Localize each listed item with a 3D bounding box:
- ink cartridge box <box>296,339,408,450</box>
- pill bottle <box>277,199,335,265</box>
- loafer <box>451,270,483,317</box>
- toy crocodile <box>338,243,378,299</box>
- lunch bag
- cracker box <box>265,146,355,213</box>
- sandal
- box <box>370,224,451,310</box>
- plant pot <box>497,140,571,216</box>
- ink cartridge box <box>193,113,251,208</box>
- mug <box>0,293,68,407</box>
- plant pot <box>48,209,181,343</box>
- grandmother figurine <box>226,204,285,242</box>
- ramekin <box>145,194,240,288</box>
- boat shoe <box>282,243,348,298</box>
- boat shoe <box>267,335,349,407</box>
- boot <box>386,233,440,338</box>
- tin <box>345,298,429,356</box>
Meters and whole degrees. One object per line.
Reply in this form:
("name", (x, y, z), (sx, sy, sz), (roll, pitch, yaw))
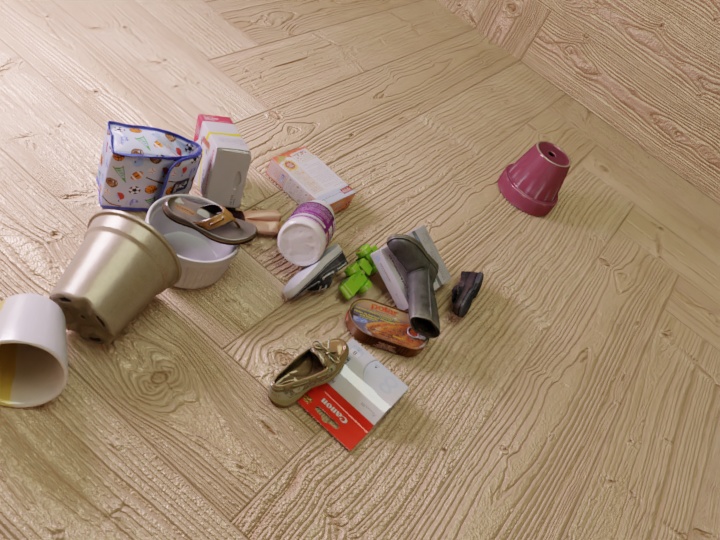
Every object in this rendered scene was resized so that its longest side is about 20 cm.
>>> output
("ink cartridge box", (-0.017, 0.245, 1.454), (0.160, 0.047, 0.200), (41, 39, 12))
("pill bottle", (-0.118, -0.096, 1.682), (0.112, 0.113, 0.200), (28, 25, -3))
("loafer", (0.258, 0.057, 1.819), (0.063, 0.072, 0.200), (19, 30, 17))
("toy crocodile", (0.000, 0.000, 1.713), (0.068, 0.062, 0.200), (50, 42, -16))
("lunch bag", (-0.456, -0.215, 1.565), (0.199, 0.170, 0.124), (2, 50, -31))
("cracker box", (-0.129, -0.227, 1.871), (0.200, 0.058, 0.134), (43, 42, 16))
("sandal", (-0.305, -0.112, 1.476), (0.199, 0.055, 0.082), (25, 40, -7))
("box", (0.127, -0.009, 1.769), (0.200, 0.041, 0.157), (-29, 92, -46))
("plant pot", (0.566, -0.303, 2.289), (0.199, 0.179, 0.201), (17, 42, -16))
("ink cartridge box", (-0.329, -0.256, 1.669), (0.083, 0.146, 0.200), (2, 31, -28))
("mug", (-0.569, 0.113, 1.179), (0.186, 0.150, 0.154), (17, 33, -26))
("plant pot", (-0.462, 0.024, 1.316), (0.200, 0.201, 0.184), (29, 51, -2))
("grandmother figurine", (-0.276, -0.118, 1.666), (0.199, 0.061, 0.121), (0, 39, -35))
("ramekin", (-0.358, -0.054, 1.509), (0.199, 0.105, 0.201), (17, 41, -15))
("boat shoe", (-0.096, 0.016, 1.632), (0.068, 0.071, 0.200), (58, 44, -12))
("boat shoe", (-0.096, 0.190, 1.415), (0.073, 0.063, 0.200), (37, 54, 22))
("boot", (0.121, 0.035, 1.653), (0.181, 0.072, 0.201), (35, 47, -27))
("tin", (0.060, 0.129, 1.632), (0.199, 0.042, 0.112), (20, 45, -13))
